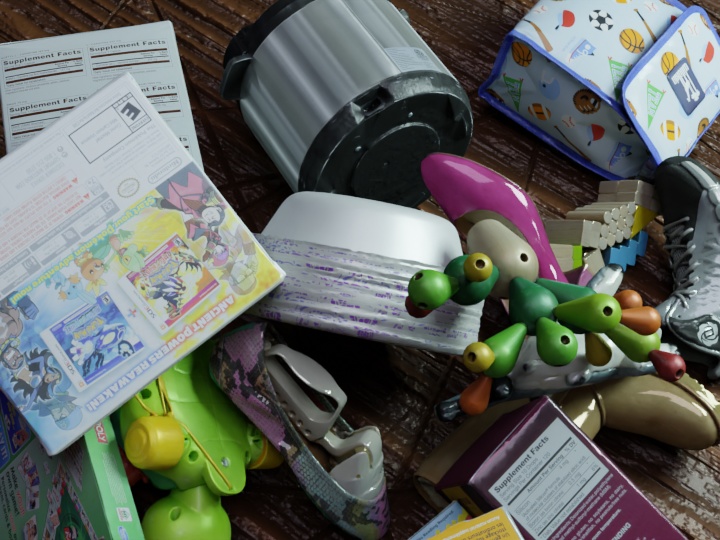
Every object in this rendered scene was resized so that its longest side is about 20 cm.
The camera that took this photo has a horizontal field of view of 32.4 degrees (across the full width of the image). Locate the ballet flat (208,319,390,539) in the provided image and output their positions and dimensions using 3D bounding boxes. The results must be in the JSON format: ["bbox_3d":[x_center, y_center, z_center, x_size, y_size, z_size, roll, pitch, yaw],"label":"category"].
[{"bbox_3d":[-0.030,0.119,0.921,0.200,0.071,0.069,51,33,-10],"label":"ballet flat"}]

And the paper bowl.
[{"bbox_3d":[0.000,0.000,0.970,0.200,0.201,0.105,11,89,3],"label":"paper bowl"}]

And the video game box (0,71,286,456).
[{"bbox_3d":[-0.184,-0.005,0.851,0.200,0.047,0.182,-37,87,-11],"label":"video game box"}]

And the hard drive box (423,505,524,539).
[{"bbox_3d":[0.064,0.268,0.746,0.155,0.077,0.200,-19,60,-22],"label":"hard drive box"}]

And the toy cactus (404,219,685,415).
[{"bbox_3d":[0.113,0.024,0.857,0.199,0.103,0.165,4,29,-18],"label":"toy cactus"}]

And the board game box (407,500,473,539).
[{"bbox_3d":[0.093,0.279,0.855,0.103,0.105,0.200,-35,65,-24],"label":"board game box"}]

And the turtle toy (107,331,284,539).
[{"bbox_3d":[-0.137,0.129,0.933,0.146,0.101,0.201,11,55,-47],"label":"turtle toy"}]

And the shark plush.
[{"bbox_3d":[0.153,0.082,0.928,0.200,0.083,0.091,-31,67,-26],"label":"shark plush"}]

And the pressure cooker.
[{"bbox_3d":[-0.015,-0.158,1.099,0.178,0.176,0.200,-38,60,5],"label":"pressure cooker"}]

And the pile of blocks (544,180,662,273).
[{"bbox_3d":[0.197,-0.019,1.108,0.200,0.082,0.062,-30,19,-33],"label":"pile of blocks"}]

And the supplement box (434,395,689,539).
[{"bbox_3d":[0.159,0.193,0.876,0.200,0.110,0.086,45,75,3],"label":"supplement box"}]

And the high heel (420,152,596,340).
[{"bbox_3d":[0.113,-0.005,0.978,0.200,0.067,0.096,38,56,-9],"label":"high heel"}]

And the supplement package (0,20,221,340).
[{"bbox_3d":[-0.203,-0.059,1.009,0.147,0.191,0.200,-10,56,-10],"label":"supplement package"}]

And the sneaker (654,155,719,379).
[{"bbox_3d":[0.280,0.002,1.069,0.115,0.075,0.200,-23,74,-12],"label":"sneaker"}]

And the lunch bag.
[{"bbox_3d":[0.247,-0.189,1.184,0.200,0.124,0.170,38,60,9],"label":"lunch bag"}]

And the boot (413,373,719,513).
[{"bbox_3d":[0.169,0.146,0.982,0.175,0.066,0.200,29,57,28],"label":"boot"}]

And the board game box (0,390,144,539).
[{"bbox_3d":[-0.230,0.146,0.909,0.029,0.135,0.200,14,43,-46],"label":"board game box"}]
